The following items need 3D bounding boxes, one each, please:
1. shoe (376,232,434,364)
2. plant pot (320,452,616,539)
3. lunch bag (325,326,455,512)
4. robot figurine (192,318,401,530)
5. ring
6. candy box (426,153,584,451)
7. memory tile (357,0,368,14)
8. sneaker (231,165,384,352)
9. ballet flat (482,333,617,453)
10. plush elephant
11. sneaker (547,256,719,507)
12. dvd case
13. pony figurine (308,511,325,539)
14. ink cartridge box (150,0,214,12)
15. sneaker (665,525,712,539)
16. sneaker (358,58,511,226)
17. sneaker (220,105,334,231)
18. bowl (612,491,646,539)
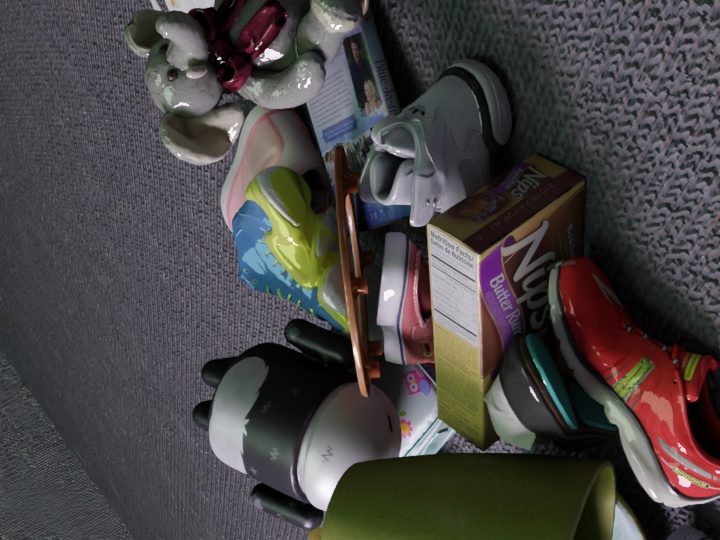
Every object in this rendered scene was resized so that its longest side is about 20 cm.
[{"bbox_3d":[0.063,0.029,0.895,0.090,0.072,0.200,5,157,7],"label":"shoe"},{"bbox_3d":[0.077,0.217,0.855,0.198,0.187,0.188,11,131,24],"label":"plant pot"},{"bbox_3d":[0.009,0.139,1.080,0.161,0.077,0.200,48,117,20],"label":"lunch bag"},{"bbox_3d":[-0.057,0.140,1.005,0.199,0.125,0.151,19,140,31],"label":"robot figurine"},{"bbox_3d":[0.000,0.000,0.885,0.200,0.019,0.203,-6,-90,-88],"label":"ring"},{"bbox_3d":[0.112,0.027,0.839,0.056,0.116,0.201,33,143,37],"label":"candy box"},{"bbox_3d":[-0.045,-0.302,0.859,0.200,0.017,0.154,51,152,32],"label":"memory tile"},{"bbox_3d":[-0.050,0.004,1.031,0.105,0.075,0.201,-37,82,41],"label":"sneaker"},{"bbox_3d":[0.136,0.104,0.819,0.200,0.068,0.068,35,-148,-53],"label":"ballet flat"},{"bbox_3d":[-0.112,-0.183,0.895,0.165,0.154,0.200,57,157,19],"label":"plush elephant"},{"bbox_3d":[0.210,0.069,0.787,0.085,0.077,0.201,-35,87,43],"label":"sneaker"},{"bbox_3d":[-0.008,-0.135,0.946,0.142,0.017,0.202,-12,96,64],"label":"dvd case"},{"bbox_3d":[0.047,0.278,1.162,0.193,0.200,0.166,44,148,-4],"label":"pony figurine"},{"bbox_3d":[-0.152,-0.274,1.067,0.173,0.043,0.202,13,129,56],"label":"ink cartridge box"},{"bbox_3d":[0.273,0.299,0.886,0.071,0.073,0.202,33,143,46],"label":"sneaker"},{"bbox_3d":[0.062,-0.051,0.845,0.075,0.114,0.201,30,141,44],"label":"sneaker"},{"bbox_3d":[-0.082,-0.070,1.116,0.105,0.075,0.201,53,149,23],"label":"sneaker"},{"bbox_3d":[0.157,0.250,0.971,0.201,0.199,0.108,57,-164,4],"label":"bowl"}]
